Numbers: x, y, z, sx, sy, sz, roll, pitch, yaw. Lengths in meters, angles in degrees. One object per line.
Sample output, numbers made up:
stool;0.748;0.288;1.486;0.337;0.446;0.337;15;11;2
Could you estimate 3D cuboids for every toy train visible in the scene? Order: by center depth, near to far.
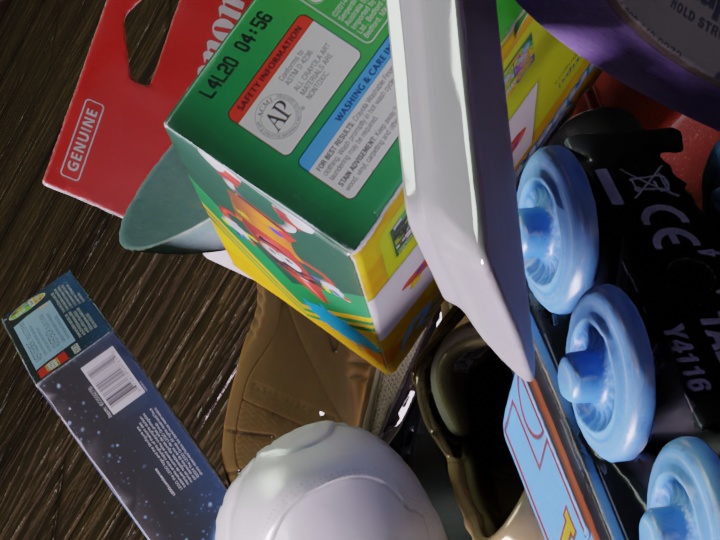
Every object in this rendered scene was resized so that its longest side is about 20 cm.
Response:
toy train;0.087;0.049;0.709;0.115;0.086;0.201;103;155;-43

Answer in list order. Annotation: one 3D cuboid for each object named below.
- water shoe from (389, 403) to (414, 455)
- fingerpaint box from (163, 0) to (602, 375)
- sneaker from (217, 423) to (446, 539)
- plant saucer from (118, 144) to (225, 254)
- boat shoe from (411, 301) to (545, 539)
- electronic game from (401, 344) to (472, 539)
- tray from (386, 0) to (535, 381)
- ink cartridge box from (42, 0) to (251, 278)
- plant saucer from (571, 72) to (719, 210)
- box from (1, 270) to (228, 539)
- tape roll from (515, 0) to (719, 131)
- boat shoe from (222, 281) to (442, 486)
water shoe;-0.009;0.064;1.134;0.200;0.071;0.079;-102;35;-66
fingerpaint box;0.033;-0.083;0.815;0.200;0.073;0.167;-55;-12;-8
sneaker;0.013;0.141;0.832;0.099;0.078;0.201;47;156;57
plant saucer;-0.012;-0.066;1.056;0.201;0.039;0.201;-39;17;14
boat shoe;0.054;0.037;0.856;0.074;0.066;0.200;-56;24;18
electronic game;0.076;0.044;0.939;0.200;0.041;0.201;-45;30;36
tray;0.020;-0.079;0.668;0.107;0.022;0.201;59;-155;-69
ink cartridge box;-0.040;-0.097;1.267;0.045;0.175;0.201;-34;36;61
plant saucer;0.135;-0.105;0.900;0.200;0.037;0.200;-47;22;17
box;-0.068;0.100;1.058;0.038;0.201;0.137;-35;15;-6
tape roll;0.133;-0.084;0.652;0.066;0.199;0.200;-69;16;-14
boat shoe;0.000;0.000;0.973;0.065;0.073;0.201;-36;-29;-61
